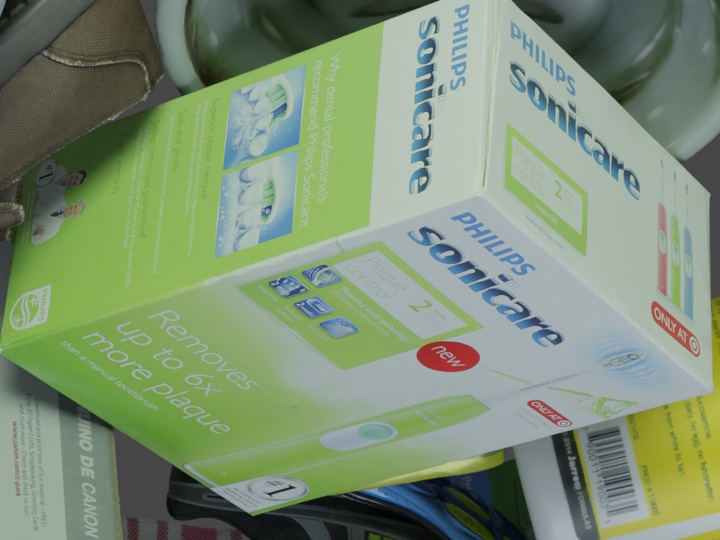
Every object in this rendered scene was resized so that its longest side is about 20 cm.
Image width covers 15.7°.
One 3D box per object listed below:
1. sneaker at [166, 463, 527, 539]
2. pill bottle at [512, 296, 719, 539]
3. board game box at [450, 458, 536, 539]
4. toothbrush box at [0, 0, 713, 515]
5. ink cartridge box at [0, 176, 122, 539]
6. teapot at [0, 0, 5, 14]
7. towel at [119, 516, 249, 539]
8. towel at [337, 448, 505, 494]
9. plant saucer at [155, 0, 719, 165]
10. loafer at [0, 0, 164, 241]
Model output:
[{"bbox_3d":[0.005,0.123,1.140,0.199,0.071,0.083,30,102,-1],"label":"sneaker"},{"bbox_3d":[0.168,0.066,1.126,0.199,0.113,0.113,-14,141,5],"label":"pill bottle"},{"bbox_3d":[0.147,0.137,1.177,0.199,0.152,0.037,-15,140,6],"label":"board game box"},{"bbox_3d":[0.000,0.000,0.896,0.200,0.086,0.146,-18,143,30],"label":"toothbrush box"},{"bbox_3d":[-0.185,0.035,0.942,0.175,0.200,0.084,10,138,-21],"label":"ink cartridge box"},{"bbox_3d":[-0.184,-0.136,0.777,0.199,0.146,0.198,-5,141,21],"label":"teapot"},{"bbox_3d":[-0.047,0.164,1.179,0.199,0.147,0.030,9,123,-21],"label":"towel"},{"bbox_3d":[0.016,0.002,1.048,0.086,0.018,0.201,-8,123,-10],"label":"towel"},{"bbox_3d":[0.033,-0.091,0.871,0.199,0.050,0.200,3,149,2],"label":"plant saucer"},{"bbox_3d":[-0.142,-0.025,0.852,0.200,0.073,0.071,-40,119,5],"label":"loafer"}]
